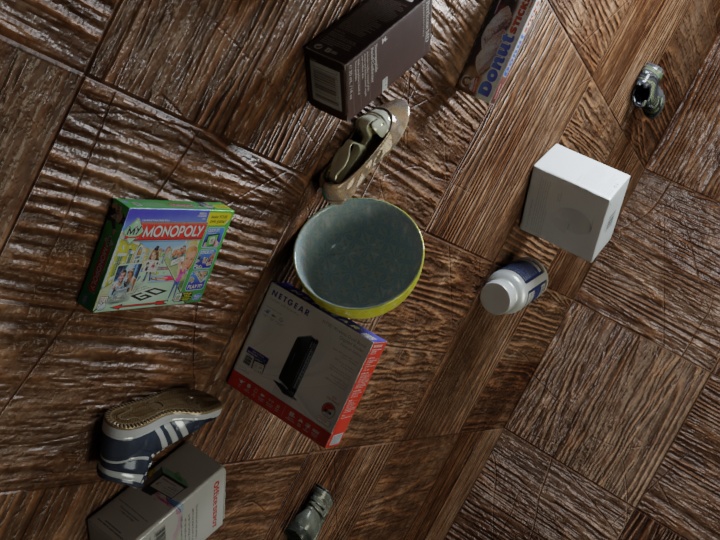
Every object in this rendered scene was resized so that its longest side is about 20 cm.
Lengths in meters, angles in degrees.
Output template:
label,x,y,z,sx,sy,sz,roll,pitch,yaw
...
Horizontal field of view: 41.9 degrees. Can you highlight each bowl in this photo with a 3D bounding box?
label,x,y,z,sx,sy,sz,roll,pitch,yaw
bowl,0.000,0.000,1.443,0.200,0.200,0.108,-49,156,-23

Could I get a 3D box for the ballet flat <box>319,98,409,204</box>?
label,x,y,z,sx,sy,sz,roll,pitch,yaw
ballet flat,0.006,-0.188,1.408,0.200,0.068,0.067,-57,149,-11

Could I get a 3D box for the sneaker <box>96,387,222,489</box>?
label,x,y,z,sx,sy,sz,roll,pitch,yaw
sneaker,-0.281,0.232,1.303,0.200,0.070,0.109,-7,118,-53

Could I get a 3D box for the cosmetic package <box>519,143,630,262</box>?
label,x,y,z,sx,sy,sz,roll,pitch,yaw
cosmetic package,0.509,-0.162,2.248,0.123,0.200,0.200,-43,151,-38

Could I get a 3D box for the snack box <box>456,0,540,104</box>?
label,x,y,z,sx,sy,sz,roll,pitch,yaw
snack box,0.238,-0.393,1.622,0.024,0.072,0.200,-5,121,-63

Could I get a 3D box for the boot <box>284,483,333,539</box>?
label,x,y,z,sx,sy,sz,roll,pitch,yaw
boot,-0.096,0.550,2.031,0.131,0.068,0.200,-53,157,-30

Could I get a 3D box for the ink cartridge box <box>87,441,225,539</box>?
label,x,y,z,sx,sy,sz,roll,pitch,yaw
ink cartridge box,-0.301,0.376,1.408,0.200,0.084,0.145,-37,147,-41

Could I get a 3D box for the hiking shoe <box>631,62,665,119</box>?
label,x,y,z,sx,sy,sz,roll,pitch,yaw
hiking shoe,0.788,-0.482,2.611,0.101,0.076,0.200,-45,144,-13

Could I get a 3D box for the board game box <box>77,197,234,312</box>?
label,x,y,z,sx,sy,sz,roll,pitch,yaw
board game box,-0.245,-0.020,1.149,0.200,0.029,0.135,-5,122,-61

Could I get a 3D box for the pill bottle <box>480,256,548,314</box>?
label,x,y,z,sx,sy,sz,roll,pitch,yaw
pill bottle,0.376,0.042,2.324,0.200,0.111,0.111,-25,138,-52

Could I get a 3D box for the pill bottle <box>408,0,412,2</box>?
label,x,y,z,sx,sy,sz,roll,pitch,yaw
pill bottle,0.067,-0.448,1.179,0.112,0.112,0.200,-9,124,-60

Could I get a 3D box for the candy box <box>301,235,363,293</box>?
label,x,y,z,sx,sy,sz,roll,pitch,yaw
candy box,-0.035,0.019,1.565,0.200,0.055,0.115,-60,155,0

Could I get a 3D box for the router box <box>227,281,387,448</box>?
label,x,y,z,sx,sy,sz,roll,pitch,yaw
router box,-0.085,0.140,1.430,0.049,0.200,0.180,5,111,-64

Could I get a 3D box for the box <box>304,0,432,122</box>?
label,x,y,z,sx,sy,sz,roll,pitch,yaw
box,0.015,-0.303,1.289,0.200,0.075,0.100,-47,153,-31
